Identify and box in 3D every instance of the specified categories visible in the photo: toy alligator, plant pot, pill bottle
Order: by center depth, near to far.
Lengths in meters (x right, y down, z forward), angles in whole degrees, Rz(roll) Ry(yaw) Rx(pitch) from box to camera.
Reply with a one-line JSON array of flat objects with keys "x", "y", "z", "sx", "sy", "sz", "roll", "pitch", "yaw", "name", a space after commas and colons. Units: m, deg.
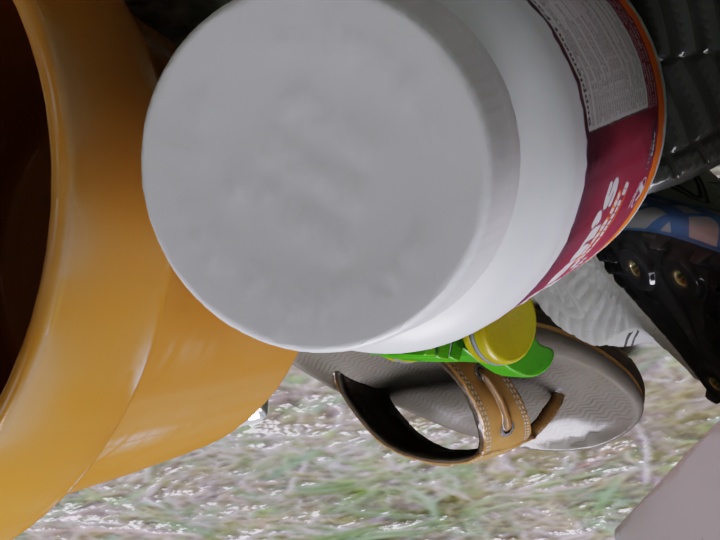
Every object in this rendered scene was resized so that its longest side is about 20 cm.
[{"x": 0.016, "y": -0.037, "z": 0.752, "sx": 0.109, "sy": 0.110, "sz": 0.200, "roll": -15, "pitch": -176, "yaw": 18, "name": "pill bottle"}, {"x": -0.111, "y": -0.009, "z": 0.807, "sx": 0.199, "sy": 0.201, "sz": 0.183, "roll": -21, "pitch": 165, "yaw": 28, "name": "plant pot"}, {"x": 0.000, "y": 0.000, "z": 0.961, "sx": 0.199, "sy": 0.055, "sz": 0.059, "roll": 12, "pitch": 171, "yaw": -43, "name": "toy alligator"}]

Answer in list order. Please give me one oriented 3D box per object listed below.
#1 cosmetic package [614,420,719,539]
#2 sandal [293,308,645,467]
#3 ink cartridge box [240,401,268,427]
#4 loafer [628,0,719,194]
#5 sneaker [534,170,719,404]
[{"x": 0.200, "y": 0.101, "z": 0.810, "sx": 0.199, "sy": 0.124, "sz": 0.199, "roll": -8, "pitch": 164, "yaw": -8, "name": "cosmetic package"}, {"x": 0.031, "y": 0.044, "z": 1.063, "sx": 0.081, "sy": 0.055, "sz": 0.199, "roll": -27, "pitch": 145, "yaw": 35, "name": "sandal"}, {"x": -0.143, "y": 0.031, "z": 0.989, "sx": 0.199, "sy": 0.051, "sz": 0.109, "roll": -16, "pitch": 137, "yaw": 21, "name": "ink cartridge box"}, {"x": 0.051, "y": -0.051, "z": 0.883, "sx": 0.199, "sy": 0.076, "sz": 0.070, "roll": -17, "pitch": -177, "yaw": 19, "name": "loafer"}, {"x": 0.113, "y": -0.004, "z": 0.900, "sx": 0.072, "sy": 0.072, "sz": 0.200, "roll": -35, "pitch": -164, "yaw": -10, "name": "sneaker"}]
